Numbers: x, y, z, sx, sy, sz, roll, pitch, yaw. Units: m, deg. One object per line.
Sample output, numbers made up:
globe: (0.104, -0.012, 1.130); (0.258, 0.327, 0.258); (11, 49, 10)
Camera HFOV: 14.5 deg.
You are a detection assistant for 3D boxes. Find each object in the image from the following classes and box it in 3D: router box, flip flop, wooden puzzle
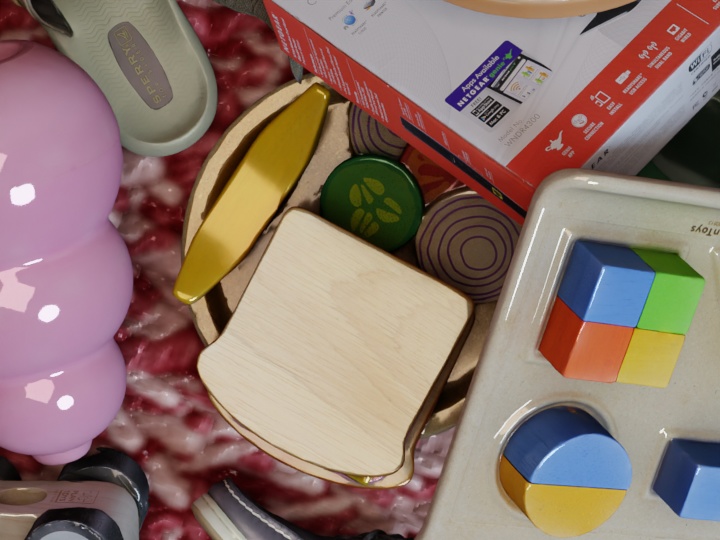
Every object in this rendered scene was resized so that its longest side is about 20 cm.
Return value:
router box: (0.087, -0.133, 1.279); (0.179, 0.049, 0.200); (37, 73, 26)
flip flop: (-0.139, -0.142, 1.351); (0.081, 0.058, 0.200); (-32, 92, 4)
wooden puzzle: (0.136, 0.057, 1.244); (0.185, 0.046, 0.200); (7, 116, -28)

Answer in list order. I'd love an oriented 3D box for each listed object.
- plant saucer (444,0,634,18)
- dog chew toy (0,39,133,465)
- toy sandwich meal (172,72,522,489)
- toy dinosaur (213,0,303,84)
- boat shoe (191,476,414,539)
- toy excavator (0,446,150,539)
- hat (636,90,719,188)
plant saucer: (0.077, -0.198, 1.254); (0.200, 0.032, 0.201); (1, 64, -1)
dog chew toy: (-0.162, -0.004, 1.335); (0.124, 0.125, 0.201); (-12, 107, 3)
toy sandwich meal: (0.000, 0.000, 1.349); (0.204, 0.070, 0.206); (0, 94, 3)
toy dinosaur: (-0.064, -0.185, 1.348); (0.102, 0.077, 0.201); (-13, 98, 15)
boat shoe: (0.010, 0.156, 1.364); (0.200, 0.072, 0.065); (37, 90, -4)
toy excavator: (-0.127, 0.196, 1.368); (0.194, 0.100, 0.201); (1, 107, 4)
hat: (0.159, -0.039, 1.366); (0.200, 0.176, 0.166); (-21, 69, -20)
